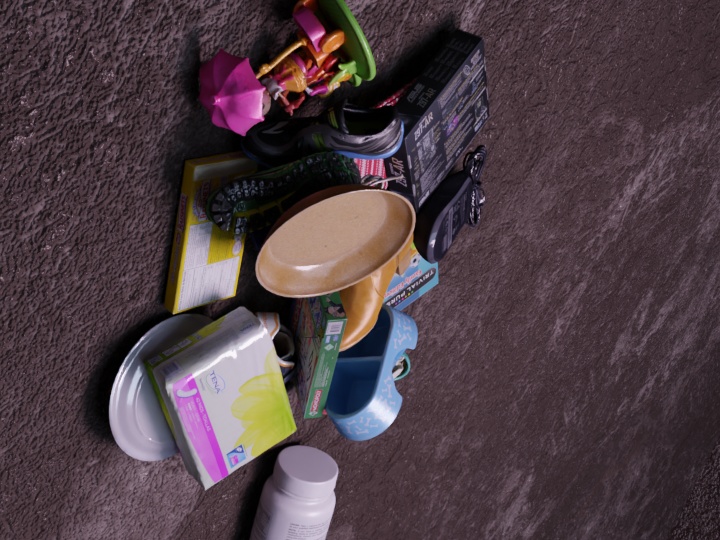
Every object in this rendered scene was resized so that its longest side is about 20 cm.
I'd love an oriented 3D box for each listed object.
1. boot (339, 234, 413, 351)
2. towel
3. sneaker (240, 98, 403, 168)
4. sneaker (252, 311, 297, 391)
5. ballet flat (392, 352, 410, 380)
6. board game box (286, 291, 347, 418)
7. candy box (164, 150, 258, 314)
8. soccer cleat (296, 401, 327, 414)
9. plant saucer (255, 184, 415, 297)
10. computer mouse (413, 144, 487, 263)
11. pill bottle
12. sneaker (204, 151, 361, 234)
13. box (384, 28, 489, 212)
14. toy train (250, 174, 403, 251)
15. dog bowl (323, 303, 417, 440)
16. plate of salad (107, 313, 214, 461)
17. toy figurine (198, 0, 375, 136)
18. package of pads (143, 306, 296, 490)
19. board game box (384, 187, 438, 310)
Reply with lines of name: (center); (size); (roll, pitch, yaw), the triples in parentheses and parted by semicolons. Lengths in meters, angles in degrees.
boot: (0.001, 0.000, 1.626); (0.201, 0.071, 0.144); (-51, 153, -22)
towel: (0.041, -0.176, 1.619); (0.200, 0.022, 0.145); (-39, 145, -44)
sneaker: (-0.045, -0.171, 1.458); (0.199, 0.071, 0.083); (-6, 148, -9)
sneaker: (-0.120, 0.133, 1.647); (0.079, 0.079, 0.200); (-14, 138, 2)
ballet flat: (0.009, 0.140, 1.834); (0.200, 0.070, 0.067); (2, 119, -50)
board game box: (-0.063, 0.083, 1.615); (0.029, 0.135, 0.200); (-4, 137, -18)
candy box: (-0.183, -0.047, 1.487); (0.102, 0.026, 0.200); (-14, 127, -43)
soccer cleat: (-0.060, 0.109, 1.732); (0.067, 0.076, 0.201); (-31, 122, -60)
plant saucer: (-0.034, -0.042, 1.425); (0.200, 0.035, 0.200); (-18, 150, -11)
computer mouse: (0.119, -0.084, 1.726); (0.200, 0.053, 0.139); (-50, 151, -46)
pill bottle: (-0.102, 0.376, 1.856); (0.113, 0.113, 0.200); (-12, 127, -45)
sneaker: (-0.092, -0.097, 1.441); (0.200, 0.085, 0.078); (-12, 104, -22)
box: (0.104, -0.201, 1.643); (0.200, 0.043, 0.160); (-53, 153, -24)
toy train: (-0.039, -0.057, 1.527); (0.200, 0.085, 0.116); (-18, 154, -8)
dog bowl: (0.008, 0.132, 1.669); (0.050, 0.111, 0.200); (44, 52, -42)
plate of salad: (-0.245, 0.147, 1.553); (0.200, 0.048, 0.201); (-26, 125, -42)
toy figurine: (-0.098, -0.225, 1.390); (0.184, 0.150, 0.200); (-34, 167, -7)
package of pads: (-0.169, 0.160, 1.537); (0.154, 0.068, 0.200); (-31, 132, -22)
board game box: (0.044, -0.025, 1.763); (0.151, 0.047, 0.200); (-35, 140, -27)
